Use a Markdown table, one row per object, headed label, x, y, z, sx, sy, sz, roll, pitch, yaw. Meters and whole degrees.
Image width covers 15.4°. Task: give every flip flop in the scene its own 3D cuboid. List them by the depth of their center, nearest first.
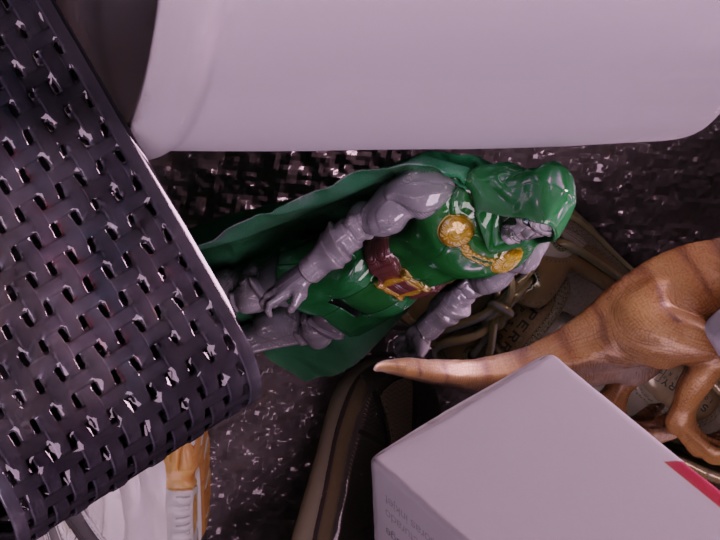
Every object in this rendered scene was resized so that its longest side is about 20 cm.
| label | x | y | z | sx | sy | sz | roll | pitch | yaw |
| --- | --- | --- | --- | --- | --- | --- | --- | --- | --- |
| flip flop | -0.025 | 0.128 | 1.043 | 0.081 | 0.057 | 0.201 | 12 | 94 | -57 |

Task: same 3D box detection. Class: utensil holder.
| label | x | y | z | sx | sy | sz | roll | pitch | yaw |
| --- | --- | --- | --- | --- | --- | --- | --- | --- | --- |
| utensil holder | 0.013 | -0.122 | 0.861 | 0.199 | 0.170 | 0.171 | -2 | 120 | -17 |

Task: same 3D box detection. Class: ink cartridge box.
| label | x | y | z | sx | sy | sz | roll | pitch | yaw |
| --- | --- | --- | --- | --- | --- | --- | --- | --- | --- |
| ink cartridge box | 0.079 | 0.155 | 0.913 | 0.083 | 0.145 | 0.201 | -29 | 137 | -27 |

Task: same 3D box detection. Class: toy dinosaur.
| label | x | y | z | sx | sy | sz | roll | pitch | yaw |
| --- | --- | --- | --- | --- | --- | --- | --- | --- | --- |
| toy dinosaur | 0.099 | 0.025 | 0.964 | 0.199 | 0.060 | 0.107 | -25 | 120 | -9 |

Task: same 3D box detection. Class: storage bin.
| label | x | y | z | sx | sy | sz | roll | pitch | yaw |
| --- | --- | --- | --- | --- | --- | --- | --- | --- | --- |
| storage bin | -0.131 | -0.019 | 0.838 | 0.094 | 0.135 | 0.201 | -31 | 94 | -21 |

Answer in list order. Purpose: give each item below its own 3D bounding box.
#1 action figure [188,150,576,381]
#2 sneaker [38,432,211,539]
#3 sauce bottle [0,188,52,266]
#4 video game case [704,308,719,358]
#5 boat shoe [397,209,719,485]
| label | x | y | z | sx | sy | sz | roll | pitch | yaw |
| --- | --- | --- | --- | --- | --- | --- | --- | --- | --- |
| action figure | 0.000 | 0.000 | 0.932 | 0.118 | 0.055 | 0.200 | 24 | 147 | -35 |
| sneaker | -0.102 | 0.131 | 1.040 | 0.087 | 0.076 | 0.201 | 2 | 118 | 3 |
| sauce bottle | -0.198 | -0.017 | 0.921 | 0.199 | 0.066 | 0.066 | -3 | 120 | -14 |
| video game case | 0.239 | 0.019 | 0.978 | 0.200 | 0.023 | 0.182 | -39 | 126 | -5 |
| boat shoe | 0.080 | 0.025 | 1.024 | 0.200 | 0.063 | 0.073 | 32 | 107 | -29 |
